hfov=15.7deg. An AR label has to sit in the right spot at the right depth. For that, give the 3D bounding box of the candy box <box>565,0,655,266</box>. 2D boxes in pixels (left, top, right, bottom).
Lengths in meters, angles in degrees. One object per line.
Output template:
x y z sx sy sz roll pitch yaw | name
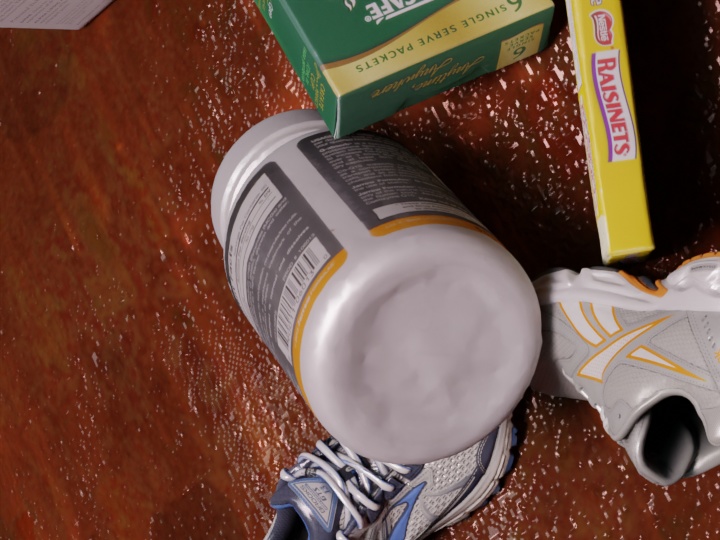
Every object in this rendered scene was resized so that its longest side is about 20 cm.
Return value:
0.108 -0.104 1.183 0.026 0.102 0.201 -7 87 2 | candy box

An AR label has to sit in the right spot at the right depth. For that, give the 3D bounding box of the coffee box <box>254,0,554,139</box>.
-0.004 -0.172 1.265 0.201 0.123 0.044 62 164 22 | coffee box

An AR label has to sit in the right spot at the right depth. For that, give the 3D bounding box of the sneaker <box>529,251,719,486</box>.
0.122 0.050 1.150 0.200 0.075 0.092 -13 55 61 | sneaker

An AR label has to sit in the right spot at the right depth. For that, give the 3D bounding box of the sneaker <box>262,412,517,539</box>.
0.005 0.110 1.295 0.077 0.085 0.200 48 122 30 | sneaker

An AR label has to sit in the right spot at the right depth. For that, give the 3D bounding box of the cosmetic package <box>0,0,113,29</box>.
-0.218 -0.197 1.408 0.081 0.199 0.113 -36 68 38 | cosmetic package

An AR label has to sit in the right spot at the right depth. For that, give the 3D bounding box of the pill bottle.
0.000 0.000 1.236 0.200 0.116 0.117 -129 52 -60 | pill bottle
